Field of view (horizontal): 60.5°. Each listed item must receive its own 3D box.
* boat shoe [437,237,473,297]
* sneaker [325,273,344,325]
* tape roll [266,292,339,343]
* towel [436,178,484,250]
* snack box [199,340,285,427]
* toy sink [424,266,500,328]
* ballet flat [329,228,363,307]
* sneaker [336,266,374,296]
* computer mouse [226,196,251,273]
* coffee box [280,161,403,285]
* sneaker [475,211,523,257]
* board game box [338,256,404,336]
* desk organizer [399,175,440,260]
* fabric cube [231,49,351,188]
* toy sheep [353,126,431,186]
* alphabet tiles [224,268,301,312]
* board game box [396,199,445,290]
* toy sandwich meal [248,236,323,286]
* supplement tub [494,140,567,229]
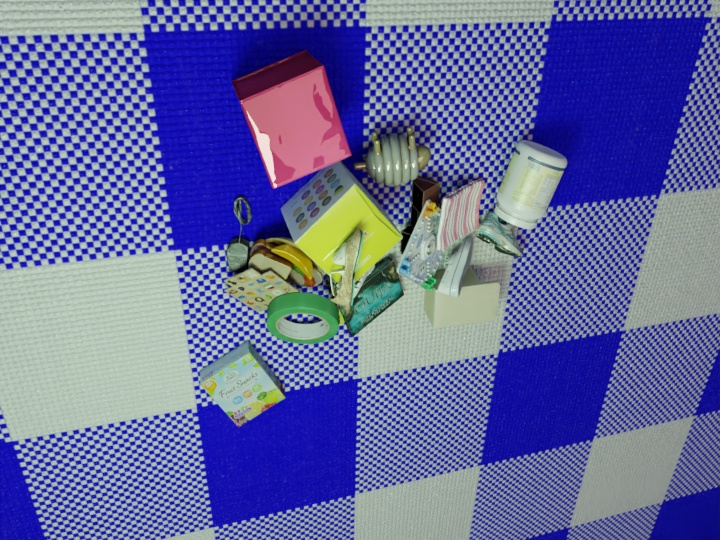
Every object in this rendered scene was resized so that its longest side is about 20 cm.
[{"bbox_3d":[0.265,-0.017,1.728,0.065,0.203,0.075,10,140,19],"label":"boat shoe"},{"bbox_3d":[-0.046,0.051,1.710,0.079,0.074,0.205,-19,126,-27],"label":"sneaker"},{"bbox_3d":[-0.154,0.131,1.663,0.194,0.049,0.202,0,146,0],"label":"tape roll"},{"bbox_3d":[0.271,-0.152,1.663,0.198,0.029,0.150,-30,131,-43],"label":"towel"},{"bbox_3d":[-0.334,0.324,1.755,0.166,0.068,0.202,-32,122,1],"label":"snack box"},{"bbox_3d":[0.292,0.073,1.805,0.194,0.113,0.134,-7,121,-9],"label":"toy sink"},{"bbox_3d":[-0.038,-0.004,1.441,0.063,0.071,0.205,6,115,-6],"label":"ballet flat"},{"bbox_3d":[0.000,0.000,1.647,0.204,0.074,0.081,-65,148,-15],"label":"sneaker"},{"bbox_3d":[-0.304,-0.089,1.560,0.057,0.034,0.205,8,111,-4],"label":"computer mouse"},{"bbox_3d":[-0.048,-0.117,1.527,0.199,0.199,0.200,-42,123,8],"label":"coffee box"},{"bbox_3d":[0.417,-0.101,1.772,0.198,0.077,0.088,28,84,-41],"label":"sneaker"},{"bbox_3d":[0.030,0.073,1.718,0.199,0.028,0.137,-38,133,-19],"label":"board game box"},{"bbox_3d":[0.156,-0.137,1.645,0.076,0.071,0.205,-31,132,-44],"label":"desk organizer"},{"bbox_3d":[-0.155,-0.339,1.367,0.192,0.201,0.203,-23,122,-3],"label":"fabric cube"},{"bbox_3d":[0.079,-0.275,1.528,0.194,0.139,0.141,-5,121,2],"label":"toy sheep"},{"bbox_3d":[-0.251,0.057,1.608,0.163,0.006,0.199,-20,141,30],"label":"alphabet tiles"},{"bbox_3d":[0.186,-0.060,1.646,0.199,0.025,0.204,28,85,-57],"label":"board game box"},{"bbox_3d":[-0.189,-0.008,1.564,0.200,0.071,0.207,18,147,12],"label":"toy sandwich meal"},{"bbox_3d":[0.455,-0.231,1.669,0.141,0.146,0.204,9,116,-23],"label":"supplement tub"}]
